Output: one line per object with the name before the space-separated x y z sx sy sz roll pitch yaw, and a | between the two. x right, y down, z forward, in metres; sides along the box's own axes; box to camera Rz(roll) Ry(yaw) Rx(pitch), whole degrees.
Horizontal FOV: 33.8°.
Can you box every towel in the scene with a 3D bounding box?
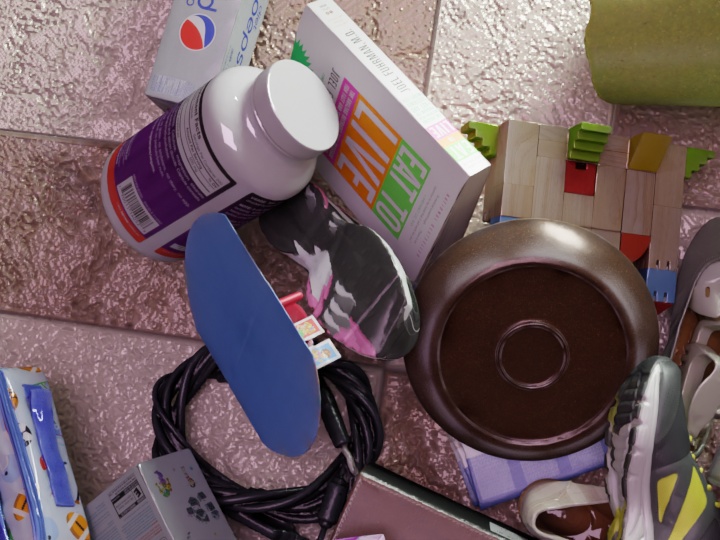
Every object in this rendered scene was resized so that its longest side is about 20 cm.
towel | 0.127 0.080 0.975 0.146 0.024 0.201 -20 80 4

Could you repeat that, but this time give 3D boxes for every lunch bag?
lunch bag | -0.301 0.178 0.973 0.160 0.075 0.201 -40 60 27

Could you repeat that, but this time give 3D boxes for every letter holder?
letter holder | 0.064 0.256 0.907 0.199 0.101 0.143 24 88 6

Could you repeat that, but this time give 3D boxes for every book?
book | 0.014 -0.108 0.963 0.048 0.134 0.200 -29 66 -32

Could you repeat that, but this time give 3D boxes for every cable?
cable | -0.084 0.127 0.991 0.199 0.051 0.164 26 86 14

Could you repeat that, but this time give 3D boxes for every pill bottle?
pill bottle | -0.113 -0.091 0.962 0.199 0.112 0.113 -26 75 36

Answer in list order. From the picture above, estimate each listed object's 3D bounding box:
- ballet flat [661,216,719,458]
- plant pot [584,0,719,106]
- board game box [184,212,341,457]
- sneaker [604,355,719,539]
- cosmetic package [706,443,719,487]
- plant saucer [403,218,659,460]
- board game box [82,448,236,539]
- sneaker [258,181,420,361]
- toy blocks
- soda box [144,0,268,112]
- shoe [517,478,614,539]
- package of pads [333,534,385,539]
ballet flat | 0.274 0.055 0.927 0.067 0.064 0.201 20 86 -15
plant pot | 0.272 -0.205 0.922 0.183 0.200 0.202 -3 80 21
board game box | -0.074 0.047 0.932 0.039 0.158 0.201 -21 65 -29
sneaker | 0.226 0.164 0.868 0.084 0.074 0.202 4 89 -4
cosmetic package | 0.371 0.097 0.854 0.166 0.166 0.201 22 87 13
plant saucer | 0.131 0.061 0.908 0.198 0.032 0.202 1 108 3
board game box | -0.154 0.268 0.946 0.147 0.064 0.201 -39 73 32
sneaker | 0.000 0.000 0.948 0.080 0.086 0.200 -46 45 13
toy blocks | 0.175 -0.038 0.942 0.198 0.100 0.138 8 84 -11
soda box | -0.125 -0.232 1.047 0.063 0.068 0.202 15 84 12
shoe | 0.221 0.207 0.916 0.198 0.053 0.071 10 86 5
package of pads | -0.018 0.296 0.840 0.120 0.076 0.202 -15 94 24
